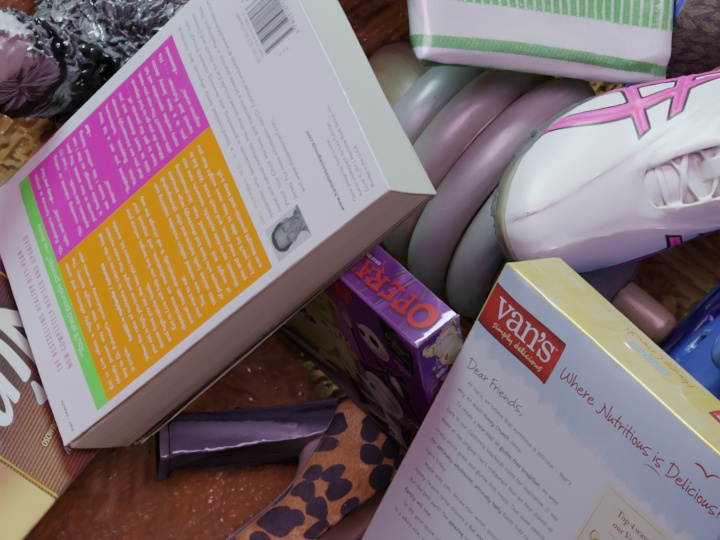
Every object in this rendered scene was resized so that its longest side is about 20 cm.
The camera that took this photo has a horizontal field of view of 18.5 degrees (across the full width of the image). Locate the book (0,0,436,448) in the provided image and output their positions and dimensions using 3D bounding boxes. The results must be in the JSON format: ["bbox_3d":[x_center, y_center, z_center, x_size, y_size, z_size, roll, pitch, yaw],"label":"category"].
[{"bbox_3d":[-0.073,-0.032,0.946,0.048,0.200,0.134,3,55,-51],"label":"book"}]

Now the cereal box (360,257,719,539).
[{"bbox_3d":[0.075,0.116,0.913,0.039,0.201,0.144,-5,41,-48],"label":"cereal box"}]

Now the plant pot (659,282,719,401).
[{"bbox_3d":[0.225,0.077,0.970,0.200,0.180,0.200,39,48,7],"label":"plant pot"}]

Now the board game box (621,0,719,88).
[{"bbox_3d":[0.197,-0.184,1.105,0.096,0.160,0.201,7,69,-4],"label":"board game box"}]

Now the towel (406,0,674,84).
[{"bbox_3d":[0.087,-0.187,0.986,0.152,0.023,0.201,1,95,-32],"label":"towel"}]

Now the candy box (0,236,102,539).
[{"bbox_3d":[-0.186,0.075,0.964,0.117,0.056,0.200,42,43,-3],"label":"candy box"}]

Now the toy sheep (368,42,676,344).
[{"bbox_3d":[0.075,-0.038,1.052,0.138,0.138,0.200,-42,68,-19],"label":"toy sheep"}]

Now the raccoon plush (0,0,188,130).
[{"bbox_3d":[-0.135,-0.135,1.038,0.097,0.200,0.134,-34,69,7],"label":"raccoon plush"}]

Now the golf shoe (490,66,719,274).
[{"bbox_3d":[0.148,-0.053,0.972,0.199,0.092,0.073,-25,100,-25],"label":"golf shoe"}]

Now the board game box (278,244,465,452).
[{"bbox_3d":[-0.023,0.002,0.997,0.032,0.120,0.200,-35,56,-20],"label":"board game box"}]

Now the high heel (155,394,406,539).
[{"bbox_3d":[-0.016,0.151,1.005,0.142,0.071,0.201,-3,68,-11],"label":"high heel"}]
